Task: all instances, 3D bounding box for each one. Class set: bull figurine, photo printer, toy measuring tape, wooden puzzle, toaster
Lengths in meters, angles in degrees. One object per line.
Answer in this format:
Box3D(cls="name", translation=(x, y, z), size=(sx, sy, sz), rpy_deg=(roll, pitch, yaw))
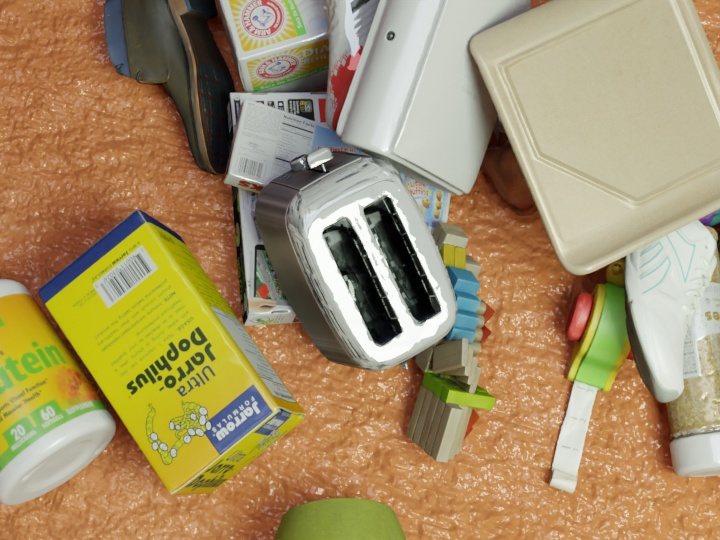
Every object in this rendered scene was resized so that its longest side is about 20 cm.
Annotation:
Box3D(cls="bull figurine", translation=(0.165, -0.148, 1.003), size=(0.121, 0.065, 0.201), rpy_deg=(44, 109, 36))
Box3D(cls="photo printer", translation=(0.068, -0.175, 0.940), size=(0.069, 0.166, 0.203), rpy_deg=(20, 90, 29))
Box3D(cls="toy measuring tape", translation=(0.196, 0.082, 0.973), size=(0.073, 0.074, 0.203), rpy_deg=(17, 75, 6))
Box3D(cls="wooden puzzle", translation=(0.199, -0.122, 0.914), size=(0.183, 0.037, 0.202), rpy_deg=(-25, 91, -11))
Box3D(cls="toaster", translation=(0.000, 0.000, 0.923), size=(0.112, 0.129, 0.202), rpy_deg=(-26, 98, -12))

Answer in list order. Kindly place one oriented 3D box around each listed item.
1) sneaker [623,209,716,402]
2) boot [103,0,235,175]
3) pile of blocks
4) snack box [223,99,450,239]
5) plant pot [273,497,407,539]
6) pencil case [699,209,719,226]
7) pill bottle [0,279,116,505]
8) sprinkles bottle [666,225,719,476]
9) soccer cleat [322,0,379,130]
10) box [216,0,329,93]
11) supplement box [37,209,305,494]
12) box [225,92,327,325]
Box3D(cls="sneaker", translation=(0.244, 0.004, 0.922), size=(0.079, 0.071, 0.203), rpy_deg=(-4, 64, 9))
Box3D(cls="boot", translation=(-0.174, -0.178, 1.070), size=(0.096, 0.074, 0.203), rpy_deg=(-13, 83, 23))
Box3D(cls="pile of blocks", translation=(0.089, 0.060, 0.978), size=(0.061, 0.082, 0.203), rpy_deg=(11, 76, -26))
Box3D(cls="snack box", translation=(-0.015, -0.082, 1.007), size=(0.197, 0.024, 0.073), rpy_deg=(16, 67, -16))
Box3D(cls="plant pot", translation=(-0.013, 0.284, 0.881), size=(0.184, 0.188, 0.203), rpy_deg=(-3, 59, 0))
Box3D(cls="pencil case", translation=(0.274, -0.134, 1.024), size=(0.092, 0.085, 0.202), rpy_deg=(-16, 72, -40))
Box3D(cls="pill bottle", translation=(-0.298, 0.080, 0.963), size=(0.110, 0.111, 0.201), rpy_deg=(-35, 76, -8))
Box3D(cls="sprinkles bottle", translation=(0.279, 0.067, 0.976), size=(0.067, 0.068, 0.203), rpy_deg=(-5, 74, 0))
Box3D(cls="soccer cleat", translation=(-0.004, -0.217, 0.960), size=(0.084, 0.069, 0.203), rpy_deg=(19, 97, 14))
Box3D(cls="box", translation=(-0.026, -0.239, 1.052), size=(0.197, 0.102, 0.114), rpy_deg=(-16, 74, -3))
Box3D(cls="supplement box", translation=(-0.152, 0.070, 0.958), size=(0.109, 0.109, 0.201), rpy_deg=(-38, 76, 1))
Box3D(cls="box", translation=(-0.056, -0.056, 1.023), size=(0.108, 0.035, 0.203), rpy_deg=(-2, 74, -14))
